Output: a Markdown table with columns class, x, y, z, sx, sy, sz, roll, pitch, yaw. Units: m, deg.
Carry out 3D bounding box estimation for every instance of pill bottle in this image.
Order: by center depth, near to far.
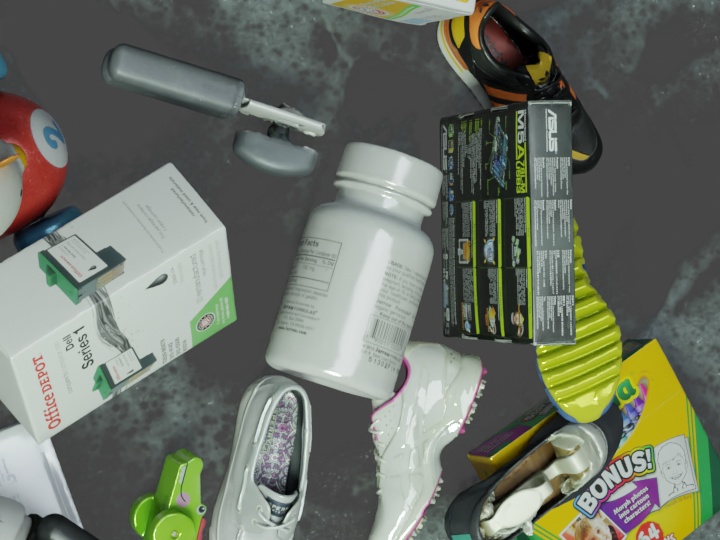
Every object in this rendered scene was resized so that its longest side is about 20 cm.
| class | x | y | z | sx | sy | sz | roll | pitch | yaw |
| --- | --- | --- | --- | --- | --- | --- | --- | --- | --- |
| pill bottle | 0.000 | 0.000 | 1.567 | 0.114 | 0.114 | 0.201 | 20 | 83 | -21 |

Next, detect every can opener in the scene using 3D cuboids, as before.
| class | x | y | z | sx | sy | sz | roll | pitch | yaw |
| --- | --- | --- | --- | --- | --- | --- | --- | --- | --- |
| can opener | -0.123 | -0.131 | 1.550 | 0.199 | 0.053 | 0.067 | 15 | 84 | -20 |

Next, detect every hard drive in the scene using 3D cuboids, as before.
| class | x | y | z | sx | sy | sz | roll | pitch | yaw |
| --- | --- | --- | --- | --- | --- | --- | --- | --- | --- |
| hard drive | -0.328 | 0.215 | 1.481 | 0.199 | 0.025 | 0.133 | -22 | 98 | -21 |

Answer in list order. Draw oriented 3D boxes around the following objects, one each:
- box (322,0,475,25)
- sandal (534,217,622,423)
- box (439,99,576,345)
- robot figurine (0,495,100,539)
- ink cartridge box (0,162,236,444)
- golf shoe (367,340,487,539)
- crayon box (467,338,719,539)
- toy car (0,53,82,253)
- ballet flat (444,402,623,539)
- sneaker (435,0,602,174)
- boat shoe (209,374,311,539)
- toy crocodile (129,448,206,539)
| class | x | y | z | sx | sy | sz | roll | pitch | yaw |
| --- | --- | --- | --- | --- | --- | --- | --- | --- | --- |
| box | 0.045 | -0.321 | 1.585 | 0.101 | 0.112 | 0.202 | 9 | 87 | -23 |
| sandal | 0.181 | 0.041 | 1.631 | 0.079 | 0.087 | 0.201 | -9 | 69 | -2 |
| box | 0.123 | -0.039 | 1.574 | 0.047 | 0.193 | 0.202 | -1 | 90 | -22 |
| robot figurine | -0.256 | 0.263 | 1.427 | 0.200 | 0.125 | 0.151 | 40 | 77 | -14 |
| ink cartridge box | -0.205 | 0.028 | 1.460 | 0.199 | 0.146 | 0.084 | -33 | 63 | -18 |
| golf shoe | 0.037 | 0.155 | 1.614 | 0.091 | 0.075 | 0.201 | 25 | 79 | -5 |
| crayon box | 0.224 | 0.187 | 1.687 | 0.199 | 0.058 | 0.173 | -34 | 102 | -19 |
| toy car | -0.292 | -0.071 | 1.402 | 0.176 | 0.200 | 0.185 | -29 | 101 | -19 |
| ballet flat | 0.162 | 0.180 | 1.598 | 0.199 | 0.073 | 0.073 | -34 | 102 | -17 |
| sneaker | 0.153 | -0.161 | 1.641 | 0.200 | 0.090 | 0.070 | 46 | 74 | -15 |
| boat shoe | -0.076 | 0.190 | 1.560 | 0.072 | 0.068 | 0.202 | 16 | 84 | -21 |
| toy crocodile | -0.162 | 0.248 | 1.527 | 0.061 | 0.067 | 0.202 | 15 | 87 | -27 |
